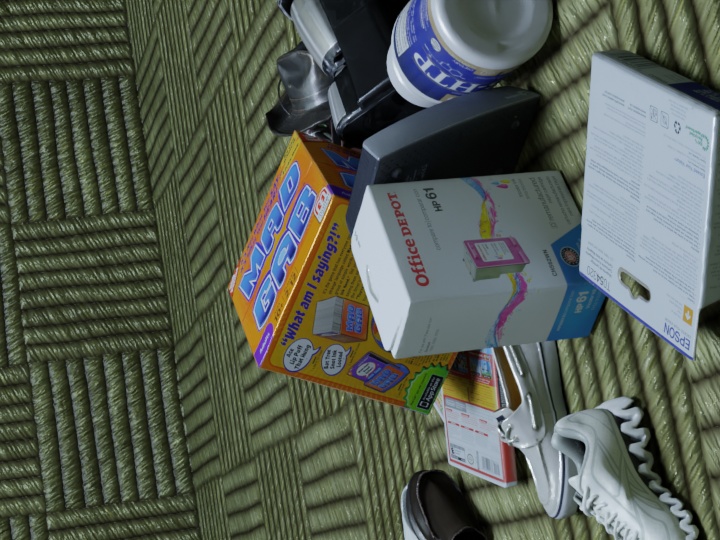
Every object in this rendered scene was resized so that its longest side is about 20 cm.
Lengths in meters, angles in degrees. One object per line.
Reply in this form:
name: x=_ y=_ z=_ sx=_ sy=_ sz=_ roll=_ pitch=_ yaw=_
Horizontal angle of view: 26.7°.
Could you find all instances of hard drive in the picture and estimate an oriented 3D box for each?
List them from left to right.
hard drive: x=0.075 y=-0.105 z=1.458 sx=0.042 sy=0.200 sz=0.135 roll=48 pitch=145 yaw=28

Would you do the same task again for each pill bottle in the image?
pill bottle: x=0.097 y=-0.228 z=1.483 sx=0.200 sy=0.119 sz=0.120 roll=148 pitch=115 yaw=-72

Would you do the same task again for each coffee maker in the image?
coffee maker: x=0.020 y=-0.263 z=1.668 sx=0.192 sy=0.135 sz=0.200 roll=-52 pitch=53 yaw=43

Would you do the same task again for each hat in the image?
hat: x=-0.047 y=-0.244 z=1.819 sx=0.081 sy=0.200 sz=0.201 roll=63 pitch=171 yaw=-22

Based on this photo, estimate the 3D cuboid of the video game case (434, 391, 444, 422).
video game case: x=0.094 y=0.069 z=1.756 sx=0.200 sy=0.024 sz=0.182 roll=-121 pitch=30 yaw=-52

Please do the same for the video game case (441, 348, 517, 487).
video game case: x=0.122 y=0.123 z=1.635 sx=0.143 sy=0.017 sz=0.200 roll=-170 pitch=73 yaw=-68

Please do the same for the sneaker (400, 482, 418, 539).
sneaker: x=0.089 y=0.348 z=1.816 sx=0.080 sy=0.070 sz=0.201 roll=95 pitch=169 yaw=-80

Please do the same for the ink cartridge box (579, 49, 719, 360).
ink cartridge box: x=0.240 y=-0.058 z=1.215 sx=0.196 sy=0.043 sz=0.200 roll=-133 pitch=38 yaw=-61

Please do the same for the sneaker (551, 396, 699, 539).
sneaker: x=0.225 y=0.201 z=1.289 sx=0.075 sy=0.081 sz=0.200 roll=105 pitch=151 yaw=-46

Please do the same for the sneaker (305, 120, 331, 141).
sneaker: x=-0.058 y=-0.152 z=2.085 sx=0.200 sy=0.076 sz=0.116 roll=-132 pitch=36 yaw=-61

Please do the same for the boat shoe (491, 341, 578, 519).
boat shoe: x=0.163 y=0.145 z=1.482 sx=0.071 sy=0.070 sz=0.200 roll=145 pitch=117 yaw=-70

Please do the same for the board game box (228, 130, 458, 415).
board game box: x=0.000 y=0.000 z=1.615 sx=0.200 sy=0.200 sz=0.200 roll=-65 pitch=23 yaw=17

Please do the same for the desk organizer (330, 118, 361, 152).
desk organizer: x=0.012 y=-0.100 z=1.824 sx=0.072 sy=0.077 sz=0.200 roll=126 pitch=142 yaw=-73

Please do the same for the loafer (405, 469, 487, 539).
loafer: x=0.114 y=0.302 z=1.714 sx=0.200 sy=0.073 sz=0.071 roll=65 pitch=146 yaw=34

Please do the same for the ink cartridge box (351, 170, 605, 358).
ink cartridge box: x=0.107 y=-0.008 z=1.390 sx=0.085 sy=0.200 sz=0.145 roll=103 pitch=154 yaw=-48
